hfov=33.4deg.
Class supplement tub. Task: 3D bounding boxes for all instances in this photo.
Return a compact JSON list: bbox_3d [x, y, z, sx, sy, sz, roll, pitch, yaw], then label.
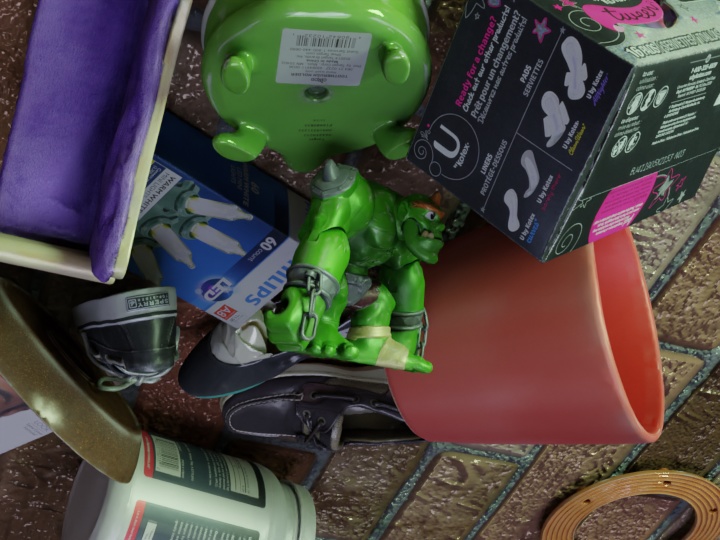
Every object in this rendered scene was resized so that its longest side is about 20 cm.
[{"bbox_3d":[-0.156,0.231,1.087,0.199,0.141,0.140,21,129,-25],"label":"supplement tub"}]

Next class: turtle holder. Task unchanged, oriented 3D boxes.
[{"bbox_3d":[-0.021,-0.138,0.736,0.140,0.133,0.186,-12,153,18],"label":"turtle holder"}]

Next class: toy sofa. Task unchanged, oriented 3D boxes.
[{"bbox_3d":[-0.166,-0.097,0.725,0.082,0.098,0.201,13,97,-18],"label":"toy sofa"}]

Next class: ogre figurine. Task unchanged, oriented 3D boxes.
[{"bbox_3d":[0.000,0.000,0.774,0.098,0.121,0.199,4,174,43],"label":"ogre figurine"}]

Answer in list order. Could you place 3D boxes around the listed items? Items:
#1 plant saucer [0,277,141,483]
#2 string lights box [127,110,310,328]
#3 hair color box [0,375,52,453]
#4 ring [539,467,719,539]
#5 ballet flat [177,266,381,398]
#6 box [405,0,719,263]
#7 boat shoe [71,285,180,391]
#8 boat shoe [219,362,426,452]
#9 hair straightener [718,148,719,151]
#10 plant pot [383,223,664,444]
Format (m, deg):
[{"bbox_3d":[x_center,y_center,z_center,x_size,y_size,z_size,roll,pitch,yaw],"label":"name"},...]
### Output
[{"bbox_3d":[-0.229,0.074,0.905,0.034,0.200,0.200,-42,131,-5],"label":"plant saucer"},{"bbox_3d":[-0.136,-0.046,0.870,0.199,0.059,0.103,31,124,-32],"label":"string lights box"},{"bbox_3d":[-0.359,0.115,1.004,0.199,0.064,0.111,-24,132,16],"label":"hair color box"},{"bbox_3d":[0.286,0.266,1.260,0.199,0.019,0.201,-4,135,-4],"label":"ring"},{"bbox_3d":[-0.060,0.042,0.962,0.199,0.073,0.073,-18,135,2],"label":"ballet flat"},{"bbox_3d":[0.143,-0.109,0.726,0.199,0.115,0.133,-21,141,-47],"label":"box"},{"bbox_3d":[-0.168,0.052,0.889,0.073,0.069,0.199,-8,178,-23],"label":"boat shoe"},{"bbox_3d":[-0.024,0.125,1.050,0.199,0.065,0.072,-2,137,-4],"label":"boat shoe"},{"bbox_3d":[0.170,-0.085,0.879,0.199,0.041,0.077,-11,135,5],"label":"hair straightener"},{"bbox_3d":[0.120,0.046,0.912,0.176,0.201,0.201,-12,136,22],"label":"plant pot"}]
